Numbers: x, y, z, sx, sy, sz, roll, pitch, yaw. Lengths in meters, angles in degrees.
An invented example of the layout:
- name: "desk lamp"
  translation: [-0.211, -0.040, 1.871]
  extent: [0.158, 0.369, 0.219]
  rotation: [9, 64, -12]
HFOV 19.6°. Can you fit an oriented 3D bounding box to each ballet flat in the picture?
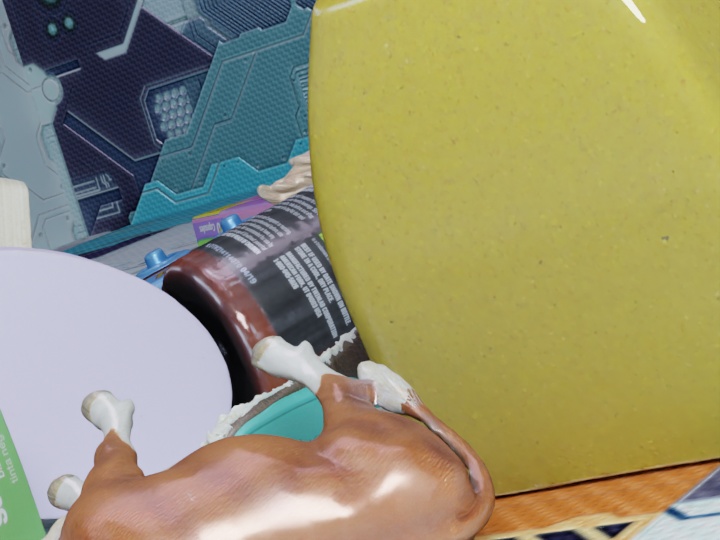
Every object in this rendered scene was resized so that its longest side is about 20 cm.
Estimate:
- name: "ballet flat"
  translation: [-0.001, 0.061, 0.890]
  extent: [0.199, 0.072, 0.071]
  rotation: [-22, 8, -40]

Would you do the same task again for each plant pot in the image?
- name: "plant pot"
  translation: [0.090, -0.062, 0.791]
  extent: [0.193, 0.201, 0.196]
  rotation: [-14, 30, 33]

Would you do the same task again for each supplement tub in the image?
- name: "supplement tub"
  translation: [0.000, 0.000, 1.118]
  extent: [0.199, 0.108, 0.107]
  rotation: [-29, 10, -24]

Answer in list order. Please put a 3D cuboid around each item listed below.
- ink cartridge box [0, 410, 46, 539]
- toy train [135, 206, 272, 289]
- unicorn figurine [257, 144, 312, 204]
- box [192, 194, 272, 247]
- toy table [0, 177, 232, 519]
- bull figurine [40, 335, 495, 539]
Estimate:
- name: "ink cartridge box"
  translation: [-0.250, 0.132, 0.859]
  extent: [0.145, 0.085, 0.200]
  rotation: [-14, 7, 36]
- name: "toy train"
  translation: [-0.111, 0.032, 1.273]
  extent: [0.199, 0.087, 0.114]
  rotation: [-28, 7, 6]
- name: "unicorn figurine"
  translation: [0.049, -0.021, 1.227]
  extent: [0.138, 0.200, 0.074]
  rotation: [-53, 14, -24]
- name: "box"
  translation: [0.011, -0.030, 1.521]
  extent: [0.199, 0.097, 0.175]
  rotation: [-22, 7, -31]
- name: "toy table"
  translation: [-0.177, 0.051, 1.043]
  extent: [0.199, 0.185, 0.117]
  rotation: [21, -2, -23]
- name: "bull figurine"
  translation: [-0.056, 0.087, 0.721]
  extent: [0.198, 0.066, 0.122]
  rotation: [-11, 34, -11]
